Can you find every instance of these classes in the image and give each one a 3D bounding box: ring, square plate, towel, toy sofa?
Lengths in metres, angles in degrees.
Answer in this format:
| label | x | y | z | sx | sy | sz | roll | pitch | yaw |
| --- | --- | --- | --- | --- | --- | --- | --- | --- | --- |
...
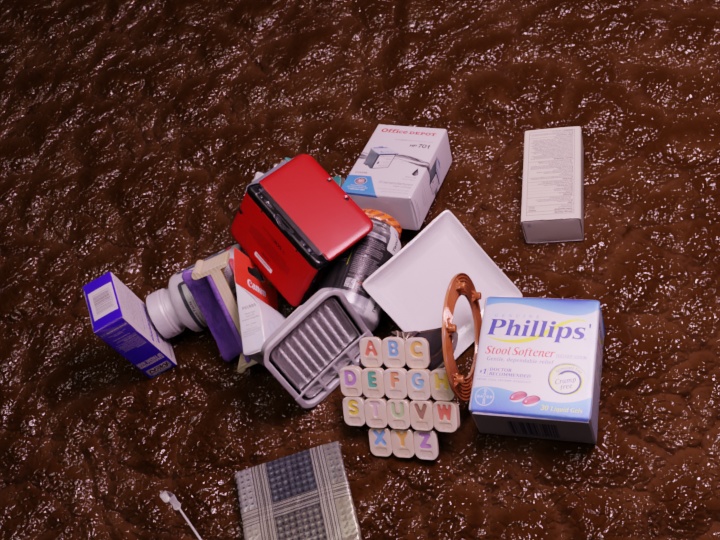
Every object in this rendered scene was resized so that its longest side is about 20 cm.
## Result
| label | x | y | z | sx | sy | sz | roll | pitch | yaw |
| --- | --- | --- | --- | --- | --- | --- | --- | --- | --- |
| ring | 0.167 | 0.103 | 1.361 | 0.019 | 0.200 | 0.201 | -4 | 58 | 24 |
| square plate | 0.138 | 0.035 | 1.472 | 0.198 | 0.028 | 0.200 | -41 | 90 | -8 |
| towel | -0.100 | 0.389 | 1.392 | 0.192 | 0.035 | 0.200 | -18 | 53 | 5 |
| toy sofa | -0.236 | 0.076 | 1.523 | 0.097 | 0.200 | 0.083 | -23 | 17 | 2 |

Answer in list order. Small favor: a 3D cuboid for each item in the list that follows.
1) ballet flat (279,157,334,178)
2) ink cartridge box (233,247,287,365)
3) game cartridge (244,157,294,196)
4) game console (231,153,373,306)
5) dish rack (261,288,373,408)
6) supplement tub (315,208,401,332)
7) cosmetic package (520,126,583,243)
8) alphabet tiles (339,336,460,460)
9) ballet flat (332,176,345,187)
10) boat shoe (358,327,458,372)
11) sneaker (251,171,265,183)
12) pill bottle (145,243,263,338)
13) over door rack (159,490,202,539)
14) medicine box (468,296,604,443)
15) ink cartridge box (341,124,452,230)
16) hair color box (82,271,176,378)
| label | x | y | z | sx | sy | sz | roll | pitch | yaw |
| --- | --- | --- | --- | --- | --- | --- | --- | --- | --- |
| ballet flat | -0.084 | -0.165 | 1.717 | 0.200 | 0.069 | 0.063 | 25 | 99 | 33 |
| ink cartridge box | -0.156 | 0.071 | 1.508 | 0.047 | 0.160 | 0.201 | -17 | 64 | 17 |
| game cartridge | -0.154 | -0.112 | 1.610 | 0.133 | 0.042 | 0.200 | -35 | 43 | 18 |
| game console | -0.105 | -0.070 | 1.509 | 0.119 | 0.173 | 0.200 | -21 | 60 | -44 |
| dish rack | -0.074 | 0.124 | 1.439 | 0.172 | 0.200 | 0.044 | -43 | 51 | -9 |
| supplement tub | 0.000 | 0.000 | 1.536 | 0.122 | 0.123 | 0.200 | 8 | 63 | 24 |
| cosmetic package | 0.341 | -0.152 | 1.536 | 0.103 | 0.073 | 0.201 | -2 | 59 | 19 |
| alphabet tiles | 0.059 | 0.202 | 1.375 | 0.199 | 0.015 | 0.196 | -1 | 97 | 28 |
| ballet flat | -0.062 | -0.086 | 1.602 | 0.067 | 0.064 | 0.200 | -15 | 40 | 39 |
| boat shoe | 0.071 | 0.137 | 1.402 | 0.200 | 0.073 | 0.075 | -32 | 36 | 41 |
| sneaker | -0.154 | -0.116 | 1.702 | 0.200 | 0.078 | 0.090 | 30 | 81 | 38 |
| pill bottle | -0.287 | 0.044 | 1.616 | 0.200 | 0.120 | 0.120 | -25 | 54 | 4 |
| over door rack | -0.297 | 0.471 | 1.375 | 0.148 | 0.067 | 0.200 | -41 | 76 | -7 |
| medicine box | 0.277 | 0.152 | 1.352 | 0.182 | 0.103 | 0.201 | 1 | 61 | 21 |
| ink cartridge box | 0.069 | -0.176 | 1.617 | 0.146 | 0.086 | 0.200 | 8 | 50 | 24 |
| hair color box | -0.415 | 0.102 | 1.576 | 0.065 | 0.200 | 0.109 | -29 | 54 | 3 |
